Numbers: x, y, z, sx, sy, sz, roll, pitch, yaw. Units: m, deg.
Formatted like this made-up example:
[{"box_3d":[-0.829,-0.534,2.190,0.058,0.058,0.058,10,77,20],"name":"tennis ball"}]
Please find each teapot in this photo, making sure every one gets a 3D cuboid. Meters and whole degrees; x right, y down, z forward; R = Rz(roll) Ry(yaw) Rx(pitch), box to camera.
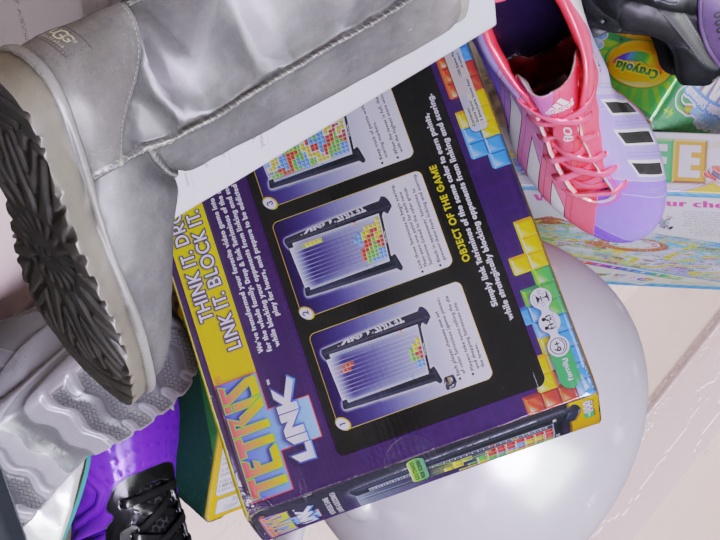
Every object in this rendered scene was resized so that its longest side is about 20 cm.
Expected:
[{"box_3d":[0.032,0.060,1.129,0.146,0.200,0.197,32,110,-35],"name":"teapot"}]

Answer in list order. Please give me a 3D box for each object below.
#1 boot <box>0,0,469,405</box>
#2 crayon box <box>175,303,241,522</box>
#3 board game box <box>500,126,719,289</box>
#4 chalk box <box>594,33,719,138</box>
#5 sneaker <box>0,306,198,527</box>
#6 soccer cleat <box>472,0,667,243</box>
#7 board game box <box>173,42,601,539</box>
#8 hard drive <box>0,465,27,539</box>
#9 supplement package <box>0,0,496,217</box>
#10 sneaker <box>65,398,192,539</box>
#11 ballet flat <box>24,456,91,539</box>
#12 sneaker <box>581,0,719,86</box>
[{"box_3d":[-0.044,-0.062,0.905,0.200,0.072,0.183,-37,141,-27],"name":"boot"},{"box_3d":[-0.033,0.021,1.209,0.125,0.052,0.201,-16,129,-39],"name":"crayon box"},{"box_3d":[0.152,-0.031,1.232,0.135,0.199,0.034,71,24,-67],"name":"board game box"},{"box_3d":[0.173,-0.130,1.247,0.125,0.124,0.201,22,101,-49],"name":"chalk box"},{"box_3d":[-0.168,0.068,1.096,0.199,0.082,0.075,-30,128,3],"name":"sneaker"},{"box_3d":[0.096,-0.079,1.096,0.066,0.077,0.201,-20,125,11],"name":"soccer cleat"},{"box_3d":[0.000,0.000,1.051,0.164,0.201,0.057,-19,161,2],"name":"board game box"},{"box_3d":[-0.231,0.092,1.025,0.139,0.033,0.201,-6,132,4],"name":"hard drive"},{"box_3d":[-0.069,-0.162,0.964,0.199,0.147,0.192,-32,137,-24],"name":"supplement package"},{"box_3d":[-0.110,0.140,1.182,0.069,0.099,0.201,-15,128,-40],"name":"sneaker"},{"box_3d":[-0.197,0.152,1.140,0.069,0.069,0.201,9,114,-47],"name":"ballet flat"},{"box_3d":[0.114,-0.159,1.109,0.199,0.076,0.088,33,104,-18],"name":"sneaker"}]
